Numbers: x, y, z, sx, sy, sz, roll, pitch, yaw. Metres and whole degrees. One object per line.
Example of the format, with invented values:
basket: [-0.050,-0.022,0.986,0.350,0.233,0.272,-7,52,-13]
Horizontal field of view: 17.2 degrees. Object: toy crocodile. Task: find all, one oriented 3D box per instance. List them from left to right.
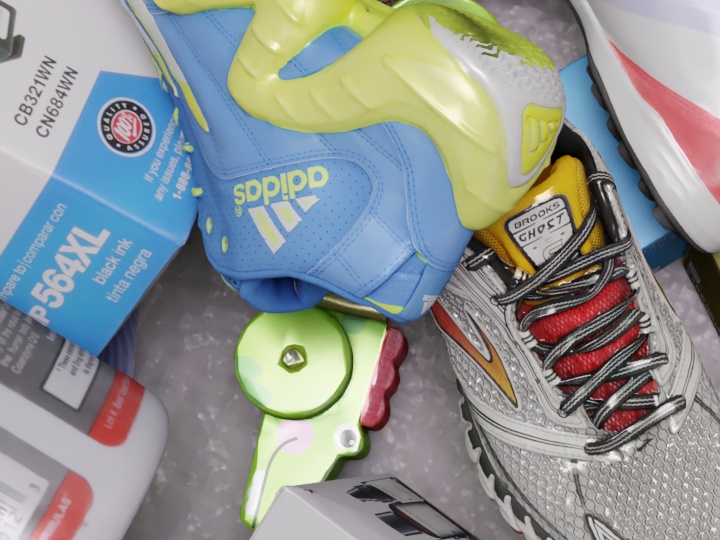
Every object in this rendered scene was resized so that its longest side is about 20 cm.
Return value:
toy crocodile: [0.000,0.000,0.800,0.062,0.068,0.200,14,80,5]

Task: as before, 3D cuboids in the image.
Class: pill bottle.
pill bottle: [-0.166,0.037,0.686,0.200,0.116,0.116,32,82,-7]

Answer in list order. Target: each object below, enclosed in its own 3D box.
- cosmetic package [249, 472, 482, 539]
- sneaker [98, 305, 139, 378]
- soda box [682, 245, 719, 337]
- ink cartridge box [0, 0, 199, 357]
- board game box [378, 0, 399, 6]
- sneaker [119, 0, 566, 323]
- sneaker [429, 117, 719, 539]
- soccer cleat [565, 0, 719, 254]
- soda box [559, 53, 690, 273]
cosmetic package: [0.059,0.134,0.705,0.200,0.083,0.051,34,103,20]
sneaker: [-0.180,0.006,0.805,0.199,0.115,0.081,24,45,-20]
soda box: [0.179,0.065,0.775,0.064,0.068,0.200,-26,79,-2]
ink cartridge box: [-0.141,-0.080,0.754,0.200,0.084,0.146,29,45,-13]
board game box: [0.055,-0.147,0.814,0.200,0.030,0.096,-8,77,25]
sneaker: [-0.038,-0.051,0.692,0.200,0.076,0.105,32,103,37]
sneaker: [0.053,0.011,0.716,0.078,0.082,0.200,-30,76,-8]
soccer cleat: [0.090,-0.107,0.744,0.073,0.068,0.200,-29,82,18]
soda box: [0.147,-0.072,0.807,0.200,0.064,0.068,-32,78,-3]
